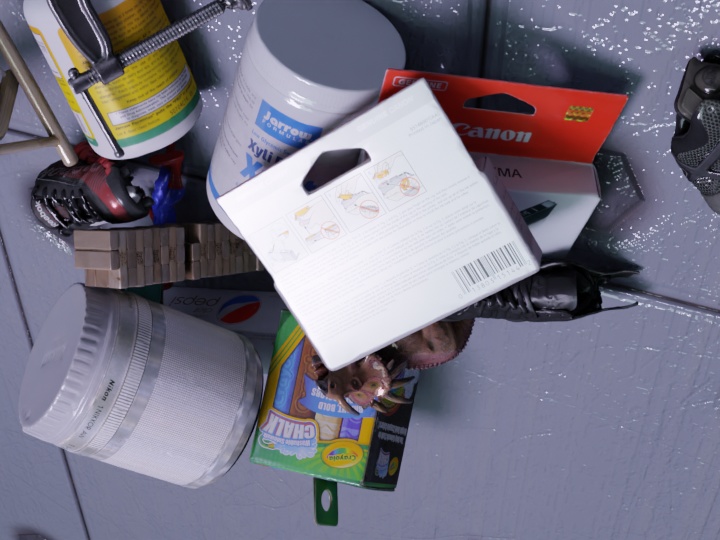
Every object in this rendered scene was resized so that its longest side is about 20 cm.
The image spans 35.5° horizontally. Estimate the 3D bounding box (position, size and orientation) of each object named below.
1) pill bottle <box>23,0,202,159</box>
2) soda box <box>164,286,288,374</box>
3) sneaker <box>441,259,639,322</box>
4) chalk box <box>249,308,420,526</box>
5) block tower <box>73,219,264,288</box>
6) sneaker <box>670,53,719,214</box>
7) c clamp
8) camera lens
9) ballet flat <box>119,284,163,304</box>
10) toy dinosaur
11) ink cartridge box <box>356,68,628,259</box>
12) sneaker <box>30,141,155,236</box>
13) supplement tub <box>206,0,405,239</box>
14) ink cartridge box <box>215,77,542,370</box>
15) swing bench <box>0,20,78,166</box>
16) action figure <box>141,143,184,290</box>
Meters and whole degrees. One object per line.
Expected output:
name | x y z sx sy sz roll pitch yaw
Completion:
pill bottle | -0.224 -0.208 0.985 0.112 0.113 0.200 0 130 28
soda box | -0.152 0.065 1.236 0.199 0.068 0.064 2 129 27
sneaker | 0.145 0.015 0.977 0.199 0.060 0.104 8 168 -42
chalk box | -0.025 0.154 1.136 0.124 0.201 0.125 10 170 20
block tower | -0.180 -0.018 1.085 0.058 0.200 0.054 4 97 39
sneaker | 0.307 -0.120 0.813 0.114 0.076 0.199 40 142 -21
c clamp | -0.167 -0.217 0.927 0.171 0.200 0.027 57 175 -31
camera lens | -0.206 0.112 1.088 0.200 0.160 0.160 24 142 -28
ballet flat | -0.238 0.055 1.188 0.075 0.068 0.201 45 138 47
toy dinosaur | 0.042 0.063 1.026 0.199 0.136 0.086 -12 149 -12
ink cartridge box | 0.099 -0.080 0.915 0.199 0.044 0.174 4 147 -9
sneaker | -0.265 -0.070 1.088 0.200 0.098 0.071 25 148 60
supplement tub | -0.051 -0.124 0.959 0.132 0.132 0.200 27 138 2
ink cartridge box | 0.015 -0.036 0.893 0.200 0.045 0.176 -27 105 21
swing bench | -0.400 -0.167 1.056 0.198 0.130 0.201 -12 95 36
action figure | -0.205 -0.052 1.159 0.052 0.066 0.200 -13 138 -17
